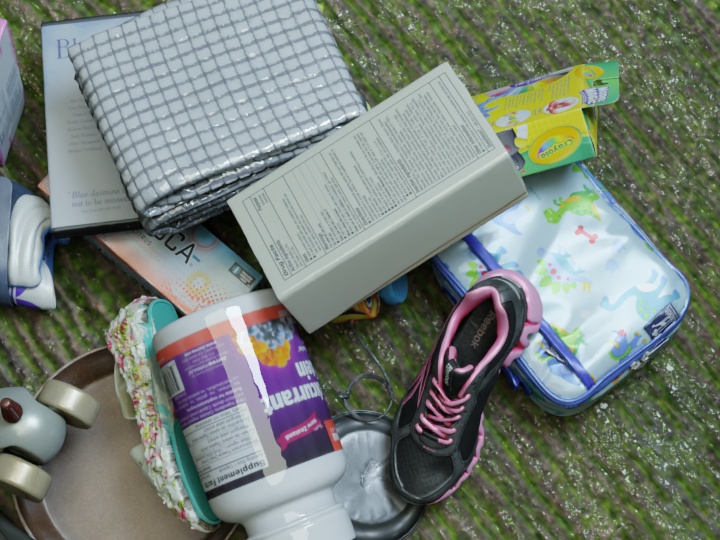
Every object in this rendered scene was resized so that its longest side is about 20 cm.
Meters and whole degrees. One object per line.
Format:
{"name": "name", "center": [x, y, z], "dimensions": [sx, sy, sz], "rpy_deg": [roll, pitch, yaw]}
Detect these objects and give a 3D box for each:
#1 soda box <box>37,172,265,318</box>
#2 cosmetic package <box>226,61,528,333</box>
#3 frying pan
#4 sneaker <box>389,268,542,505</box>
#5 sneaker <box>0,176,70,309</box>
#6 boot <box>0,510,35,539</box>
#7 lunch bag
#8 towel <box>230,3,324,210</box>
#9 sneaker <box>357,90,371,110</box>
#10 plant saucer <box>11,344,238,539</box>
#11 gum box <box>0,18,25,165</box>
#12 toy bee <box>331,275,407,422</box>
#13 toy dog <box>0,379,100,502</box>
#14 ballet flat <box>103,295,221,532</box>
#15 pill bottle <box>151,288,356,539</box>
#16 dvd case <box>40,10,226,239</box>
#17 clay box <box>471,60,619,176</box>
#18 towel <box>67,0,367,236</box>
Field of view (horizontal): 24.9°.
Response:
{"name": "soda box", "center": [-0.173, -0.025, 1.365], "dimensions": [0.200, 0.064, 0.068], "rpy_deg": [40, 78, 10]}
{"name": "cosmetic package", "center": [0.013, -0.054, 1.229], "dimensions": [0.199, 0.073, 0.104], "rpy_deg": [-32, 59, 4]}
{"name": "frying pan", "center": [-0.019, 0.140, 1.322], "dimensions": [0.115, 0.031, 0.190], "rpy_deg": [-38, 88, -21]}
{"name": "sneaker", "center": [0.071, 0.091, 1.266], "dimensions": [0.079, 0.095, 0.201], "rpy_deg": [24, 95, 13]}
{"name": "sneaker", "center": [-0.328, 0.014, 1.347], "dimensions": [0.146, 0.081, 0.201], "rpy_deg": [27, 71, 12]}
{"name": "boot", "center": [-0.308, 0.288, 1.290], "dimensions": [0.138, 0.077, 0.200], "rpy_deg": [35, 91, 32]}
{"name": "lunch bag", "center": [0.159, 0.010, 1.345], "dimensions": [0.160, 0.082, 0.200], "rpy_deg": [-36, 76, -6]}
{"name": "towel", "center": [-0.095, -0.141, 1.339], "dimensions": [0.086, 0.018, 0.201], "rpy_deg": [14, 67, 5]}
{"name": "sneaker", "center": [-0.085, -0.119, 1.380], "dimensions": [0.199, 0.081, 0.074], "rpy_deg": [-19, 75, -5]}
{"name": "plant saucer", "center": [-0.184, 0.159, 1.331], "dimensions": [0.199, 0.035, 0.202], "rpy_deg": [0, 76, 0]}
{"name": "gum box", "center": [-0.344, -0.156, 1.337], "dimensions": [0.113, 0.200, 0.066], "rpy_deg": [17, 75, -3]}
{"name": "toy bee", "center": [0.000, 0.000, 1.315], "dimensions": [0.130, 0.109, 0.201], "rpy_deg": [-27, 59, 8]}
{"name": "toy dog", "center": [-0.309, 0.109, 1.283], "dimensions": [0.199, 0.096, 0.133], "rpy_deg": [-3, 58, 16]}
{"name": "ballet flat", "center": [-0.158, 0.119, 1.300], "dimensions": [0.064, 0.076, 0.201], "rpy_deg": [-25, 69, 26]}
{"name": "pill bottle", "center": [-0.076, 0.125, 1.248], "dimensions": [0.111, 0.111, 0.201], "rpy_deg": [-20, 84, -5]}
{"name": "dvd case", "center": [-0.190, -0.126, 1.353], "dimensions": [0.142, 0.018, 0.201], "rpy_deg": [-7, 66, -2]}
{"name": "clay box", "center": [0.117, -0.111, 1.320], "dimensions": [0.199, 0.115, 0.048], "rpy_deg": [-14, 112, 15]}
{"name": "towel", "center": [-0.109, -0.135, 1.283], "dimensions": [0.199, 0.086, 0.166], "rpy_deg": [-23, 66, -8]}
